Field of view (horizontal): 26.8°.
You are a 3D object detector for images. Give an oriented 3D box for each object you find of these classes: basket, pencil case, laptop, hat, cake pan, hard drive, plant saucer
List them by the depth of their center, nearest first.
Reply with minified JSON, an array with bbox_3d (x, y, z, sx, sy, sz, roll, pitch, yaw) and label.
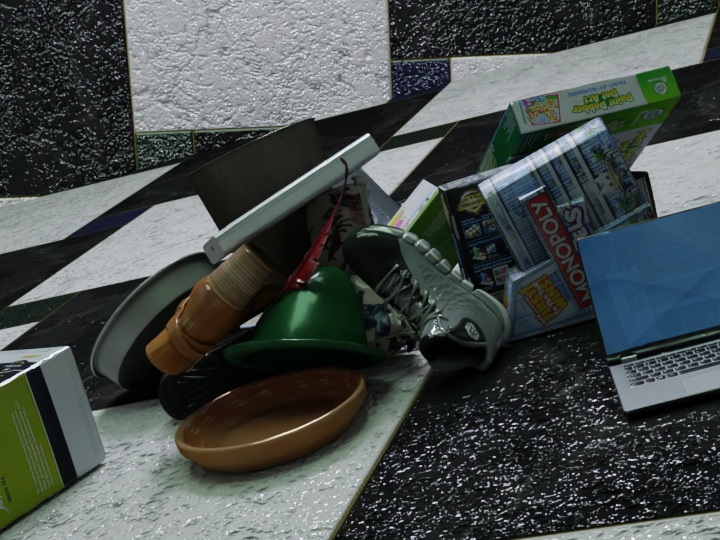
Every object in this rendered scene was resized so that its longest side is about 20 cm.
[{"bbox_3d":[0.305,0.026,1.366,0.185,0.117,0.200,-15,13,7],"label":"laptop"},{"bbox_3d":[-0.086,0.151,1.505,0.198,0.038,0.200,-17,13,4],"label":"plant saucer"},{"bbox_3d":[-0.048,0.005,1.568,0.198,0.179,0.165,-9,-15,36],"label":"hat"},{"bbox_3d":[-0.077,-0.075,1.634,0.199,0.026,0.132,-35,3,-12],"label":"hard drive"},{"bbox_3d":[0.000,0.000,1.664,0.089,0.202,0.077,-26,-19,27],"label":"pencil case"},{"bbox_3d":[-0.092,-0.051,1.777,0.179,0.202,0.136,-22,1,32],"label":"basket"},{"bbox_3d":[-0.232,0.065,1.789,0.200,0.037,0.201,-42,-18,-17],"label":"cake pan"}]

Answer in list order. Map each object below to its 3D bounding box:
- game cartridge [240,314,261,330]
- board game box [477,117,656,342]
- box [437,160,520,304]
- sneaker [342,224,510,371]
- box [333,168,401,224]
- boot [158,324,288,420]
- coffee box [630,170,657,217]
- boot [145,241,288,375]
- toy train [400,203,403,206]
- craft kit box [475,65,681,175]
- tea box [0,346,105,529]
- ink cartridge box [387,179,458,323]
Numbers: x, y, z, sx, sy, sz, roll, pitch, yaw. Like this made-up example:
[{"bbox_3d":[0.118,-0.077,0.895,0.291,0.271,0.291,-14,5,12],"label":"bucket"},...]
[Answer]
[{"bbox_3d":[-0.100,0.061,1.889,0.198,0.042,0.133,-8,20,32],"label":"game cartridge"},{"bbox_3d":[0.214,-0.023,1.596,0.198,0.201,0.062,-30,11,5],"label":"board game box"},{"bbox_3d":[0.201,-0.045,1.681,0.197,0.161,0.046,-18,12,-3],"label":"box"},{"bbox_3d":[0.061,0.034,1.537,0.075,0.199,0.116,-59,1,32],"label":"sneaker"},{"bbox_3d":[-0.049,-0.057,1.941,0.198,0.044,0.160,-23,56,-32],"label":"box"},{"bbox_3d":[-0.133,0.089,1.713,0.208,0.080,0.158,-16,13,2],"label":"boot"},{"bbox_3d":[0.249,-0.052,1.823,0.198,0.081,0.113,-23,14,-27],"label":"coffee box"},{"bbox_3d":[-0.146,0.050,1.602,0.155,0.077,0.200,-46,-4,3],"label":"boot"},{"bbox_3d":[0.088,-0.092,2.284,0.197,0.034,0.046,-11,27,18],"label":"toy train"},{"bbox_3d":[0.245,-0.152,1.736,0.195,0.049,0.200,-17,-17,-13],"label":"craft kit box"},{"bbox_3d":[-0.411,0.179,1.568,0.198,0.135,0.196,-6,16,38],"label":"tea box"},{"bbox_3d":[0.058,-0.033,1.846,0.148,0.076,0.200,-52,15,2],"label":"ink cartridge box"}]
